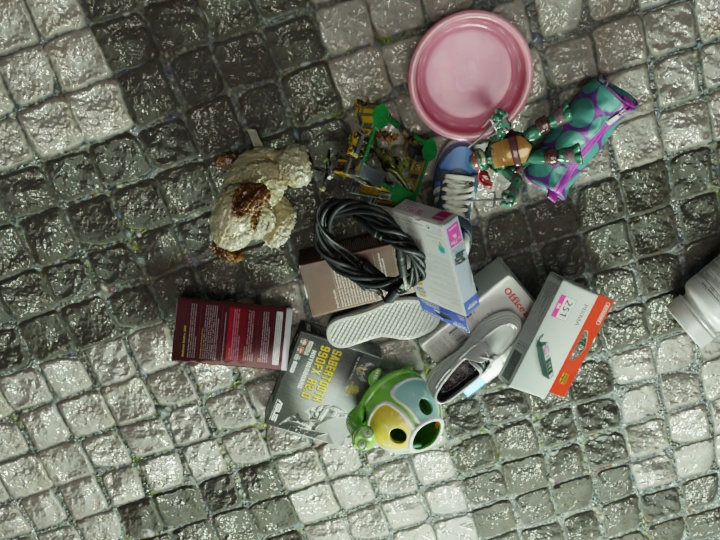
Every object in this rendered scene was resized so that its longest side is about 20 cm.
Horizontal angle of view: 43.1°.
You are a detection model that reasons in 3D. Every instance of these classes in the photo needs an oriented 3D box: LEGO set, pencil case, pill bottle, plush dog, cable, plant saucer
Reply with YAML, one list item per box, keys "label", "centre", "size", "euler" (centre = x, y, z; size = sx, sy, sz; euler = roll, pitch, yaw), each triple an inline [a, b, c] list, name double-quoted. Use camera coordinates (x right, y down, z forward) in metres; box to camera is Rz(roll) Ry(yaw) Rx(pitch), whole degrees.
- label: "LEGO set"
  centre: [0.017, -0.180, 1.444]
  size: [0.198, 0.115, 0.156]
  euler: [13, 90, -47]
- label: "pencil case"
  centre: [0.352, -0.212, 1.466]
  size: [0.084, 0.093, 0.201]
  euler: [24, 113, -29]
- label: "pill bottle"
  centre: [0.639, 0.034, 1.584]
  size: [0.200, 0.114, 0.113]
  euler: [-43, 110, 15]
- label: "plush dog"
  centre: [-0.177, -0.107, 1.421]
  size: [0.159, 0.173, 0.201]
  euler: [25, 133, -1]
- label: "cable"
  centre: [0.010, -0.036, 1.428]
  size: [0.200, 0.051, 0.163]
  euler: [45, 143, -9]
- label: "plant saucer"
  centre: [0.170, -0.308, 1.433]
  size: [0.197, 0.051, 0.204]
  euler: [-2, 114, -4]

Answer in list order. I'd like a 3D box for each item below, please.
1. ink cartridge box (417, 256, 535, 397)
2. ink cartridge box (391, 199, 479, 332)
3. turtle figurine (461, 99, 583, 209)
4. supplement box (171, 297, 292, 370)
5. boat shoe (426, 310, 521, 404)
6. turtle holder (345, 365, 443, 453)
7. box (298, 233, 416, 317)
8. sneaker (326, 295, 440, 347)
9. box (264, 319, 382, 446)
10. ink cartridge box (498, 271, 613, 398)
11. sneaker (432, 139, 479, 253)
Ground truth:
- label: "ink cartridge box"
  centre: [0.216, 0.099, 1.598]
  size: [0.199, 0.085, 0.146]
  euler: [-39, 112, 11]
- label: "ink cartridge box"
  centre: [0.122, -0.007, 1.428]
  size: [0.042, 0.119, 0.203]
  euler: [-33, 123, -27]
- label: "turtle figurine"
  centre: [0.239, -0.187, 1.424]
  size: [0.197, 0.101, 0.152]
  euler: [-16, 108, 12]
- label: "supplement box"
  centre: [-0.219, 0.109, 1.565]
  size: [0.196, 0.061, 0.111]
  euler: [6, 88, -7]
- label: "boat shoe"
  centre: [0.193, 0.149, 1.532]
  size: [0.199, 0.069, 0.072]
  euler: [-36, 113, 9]
- label: "turtle holder"
  centre: [0.065, 0.250, 1.597]
  size: [0.184, 0.131, 0.142]
  euler: [21, 103, -48]
- label: "box"
  centre: [0.000, 0.000, 1.547]
  size: [0.197, 0.075, 0.102]
  euler: [-13, 115, 0]
- label: "sneaker"
  centre: [0.037, 0.077, 1.577]
  size: [0.196, 0.080, 0.080]
  euler: [-8, 110, 1]
- label: "box"
  centre: [-0.069, 0.206, 1.645]
  size: [0.156, 0.048, 0.202]
  euler: [19, 111, -12]
- label: "ink cartridge box"
  centre: [0.346, 0.122, 1.556]
  size: [0.172, 0.044, 0.202]
  euler: [20, 100, -32]
- label: "sneaker"
  centre: [0.156, -0.098, 1.471]
  size: [0.079, 0.147, 0.203]
  euler: [9, 115, -8]
